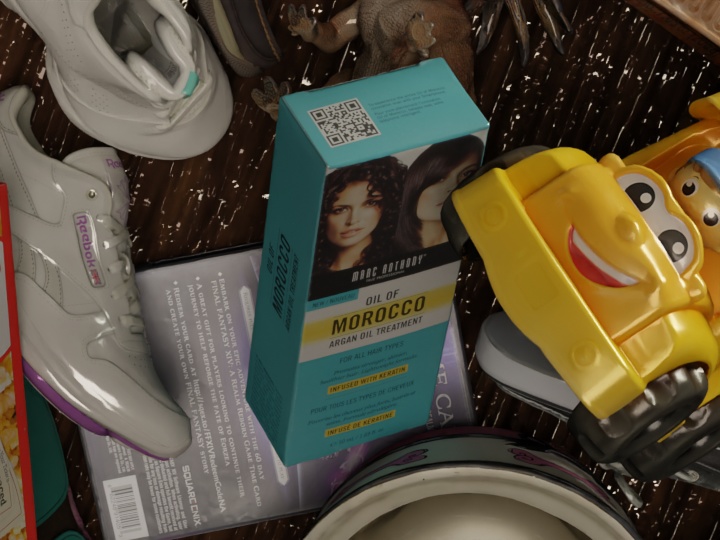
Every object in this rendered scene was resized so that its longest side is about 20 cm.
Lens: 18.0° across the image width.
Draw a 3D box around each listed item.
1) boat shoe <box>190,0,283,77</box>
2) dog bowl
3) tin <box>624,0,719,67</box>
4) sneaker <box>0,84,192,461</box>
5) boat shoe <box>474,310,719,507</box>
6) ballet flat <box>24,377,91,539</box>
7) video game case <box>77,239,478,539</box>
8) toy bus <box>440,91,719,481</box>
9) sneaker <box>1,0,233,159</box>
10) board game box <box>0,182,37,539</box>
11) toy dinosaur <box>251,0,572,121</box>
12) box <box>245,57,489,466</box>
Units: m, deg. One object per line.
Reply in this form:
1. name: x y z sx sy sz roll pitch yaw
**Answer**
1. boat shoe: -0.062 -0.189 1.059 0.073 0.075 0.201 -18 110 -4
2. dog bowl: 0.056 0.166 1.136 0.199 0.074 0.201 2 115 3
3. tin: 0.166 -0.121 1.058 0.200 0.112 0.042 30 101 -26
4. sneaker: -0.136 0.000 1.085 0.100 0.075 0.200 -39 86 0
5. boat shoe: 0.144 0.076 1.140 0.199 0.074 0.068 14 120 -18
6. ballet flat: -0.171 0.133 1.139 0.071 0.069 0.201 -18 102 33
7. video game case: -0.046 0.056 1.149 0.199 0.019 0.143 -11 104 -1
8. toy bus: 0.154 -0.014 0.982 0.192 0.200 0.136 -34 72 12
9. sneaker: -0.098 -0.094 1.024 0.088 0.200 0.075 34 82 32
10. board game box: -0.228 0.052 1.076 0.151 0.046 0.201 10 110 35
11. toy dinosaur: 0.031 -0.094 1.091 0.086 0.135 0.200 43 127 28
12. box: 0.000 0.000 1.042 0.082 0.049 0.200 -16 140 -22
